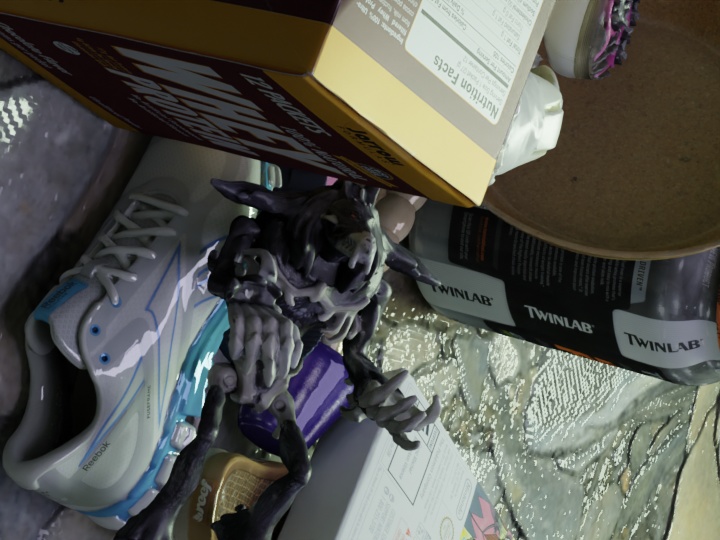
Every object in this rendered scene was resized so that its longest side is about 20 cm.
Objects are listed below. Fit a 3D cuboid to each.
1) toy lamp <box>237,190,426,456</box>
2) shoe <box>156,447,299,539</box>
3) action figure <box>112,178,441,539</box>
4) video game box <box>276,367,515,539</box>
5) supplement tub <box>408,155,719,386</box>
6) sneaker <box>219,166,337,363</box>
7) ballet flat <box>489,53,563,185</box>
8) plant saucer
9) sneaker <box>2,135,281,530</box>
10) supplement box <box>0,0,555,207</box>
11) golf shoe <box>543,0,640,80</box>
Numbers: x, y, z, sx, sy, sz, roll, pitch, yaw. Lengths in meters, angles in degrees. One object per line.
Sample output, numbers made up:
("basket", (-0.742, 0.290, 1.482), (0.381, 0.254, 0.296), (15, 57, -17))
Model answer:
("toy lamp", (0.000, 0.000, 1.205), (0.201, 0.058, 0.058), (-62, 144, -23))
("shoe", (-0.058, 0.120, 1.171), (0.200, 0.053, 0.070), (45, 51, -66))
("action figure", (-0.025, 0.039, 1.021), (0.118, 0.102, 0.201), (22, 93, -31))
("video game box", (0.022, 0.180, 1.180), (0.183, 0.047, 0.201), (55, 36, -26))
("supplement tub", (0.135, -0.013, 1.264), (0.122, 0.199, 0.123), (-26, 123, -48))
("sneaker", (-0.037, -0.050, 1.138), (0.082, 0.070, 0.202), (123, -22, -78))
("ballet flat", (0.059, -0.078, 1.082), (0.200, 0.071, 0.072), (-81, 175, -73))
("plant saucer", (0.127, -0.076, 1.194), (0.200, 0.199, 0.036), (-51, 158, -31))
("sneaker", (-0.098, 0.010, 1.053), (0.086, 0.075, 0.201), (21, 85, -50))
("supplement box", (-0.028, -0.156, 0.973), (0.133, 0.196, 0.201), (34, 74, -54))
("golf shoe", (0.096, -0.178, 1.201), (0.073, 0.091, 0.201), (76, 16, -60))
